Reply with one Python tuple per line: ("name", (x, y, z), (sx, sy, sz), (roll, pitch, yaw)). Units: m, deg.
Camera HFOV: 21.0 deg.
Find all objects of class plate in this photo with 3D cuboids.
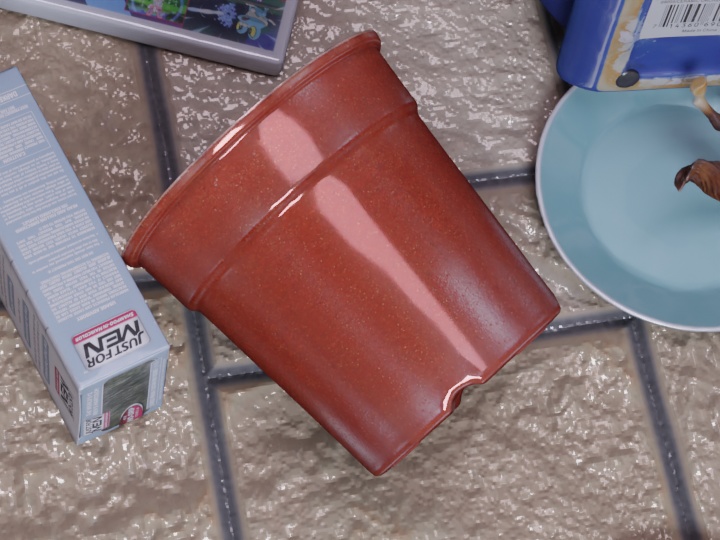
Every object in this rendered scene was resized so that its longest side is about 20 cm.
("plate", (0.209, -0.049, 1.259), (0.199, 0.026, 0.201), (3, 66, -6))

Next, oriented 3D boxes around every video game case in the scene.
("video game case", (-0.130, -0.233, 1.293), (0.199, 0.023, 0.183), (14, 66, -3))

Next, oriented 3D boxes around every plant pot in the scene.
("plant pot", (0.000, 0.000, 1.127), (0.201, 0.201, 0.195), (-40, 85, -21))
("plant pot", (0.209, -0.228, 1.231), (0.199, 0.200, 0.180), (-3, 61, -9))

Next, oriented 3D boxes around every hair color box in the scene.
("hair color box", (-0.185, -0.008, 1.146), (0.060, 0.099, 0.200), (-24, 72, -18))

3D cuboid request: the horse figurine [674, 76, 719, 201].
("horse figurine", (0.290, -0.095, 1.216), (0.200, 0.133, 0.050), (-31, 38, 10))
